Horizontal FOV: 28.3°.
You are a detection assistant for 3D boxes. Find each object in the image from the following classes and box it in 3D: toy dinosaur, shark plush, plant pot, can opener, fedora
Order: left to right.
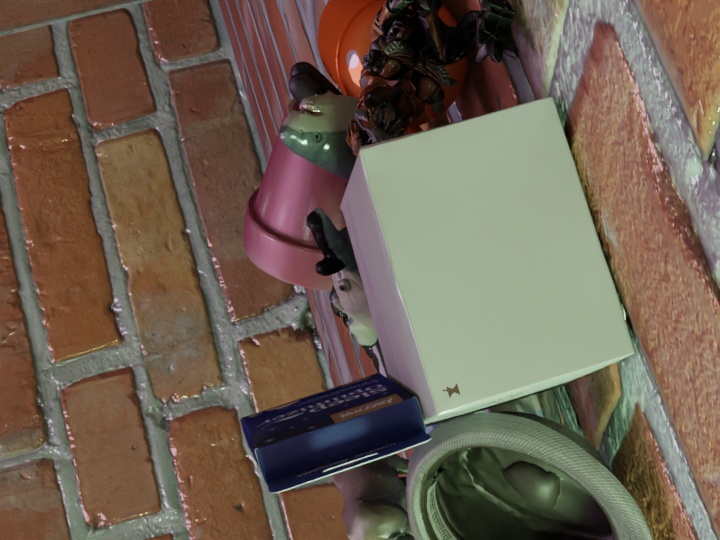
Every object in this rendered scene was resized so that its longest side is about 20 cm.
[{"bbox_3d":[-0.032,-0.102,1.669,0.200,0.198,0.181,-115,29,-56],"label":"plant pot"},{"bbox_3d":[0.000,0.000,1.241,0.199,0.090,0.084,30,-123,-43],"label":"shark plush"},{"bbox_3d":[0.002,-0.107,1.294,0.200,0.078,0.064,49,-170,-29],"label":"can opener"},{"bbox_3d":[0.007,-0.076,1.188,0.090,0.084,0.200,8,146,38],"label":"shark plush"},{"bbox_3d":[0.040,-0.179,1.065,0.136,0.101,0.202,-32,55,59],"label":"toy dinosaur"},{"bbox_3d":[0.133,0.177,1.062,0.090,0.199,0.178,-40,-31,-55],"label":"fedora"}]

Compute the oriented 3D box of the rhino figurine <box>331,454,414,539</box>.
[{"bbox_3d":[0.019,0.191,1.303,0.200,0.086,0.060,-108,11,-61],"label":"rhino figurine"}]

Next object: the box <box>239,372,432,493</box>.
[{"bbox_3d":[-0.022,0.115,1.050,0.200,0.120,0.033,-163,55,-81],"label":"box"}]

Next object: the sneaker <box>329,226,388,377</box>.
[{"bbox_3d":[0.016,0.044,1.381,0.076,0.090,0.202,49,-148,-66],"label":"sneaker"}]

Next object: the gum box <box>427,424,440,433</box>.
[{"bbox_3d":[0.089,0.207,1.291,0.201,0.044,0.171,-105,8,-47],"label":"gum box"}]

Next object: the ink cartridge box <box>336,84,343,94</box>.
[{"bbox_3d":[0.013,-0.162,1.409,0.116,0.066,0.202,158,113,-82],"label":"ink cartridge box"}]

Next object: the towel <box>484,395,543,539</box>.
[{"bbox_3d":[0.142,0.159,1.199,0.147,0.024,0.202,14,-121,-69],"label":"towel"}]

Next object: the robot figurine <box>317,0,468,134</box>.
[{"bbox_3d":[0.026,-0.194,1.240,0.145,0.116,0.200,-63,21,14],"label":"robot figurine"}]

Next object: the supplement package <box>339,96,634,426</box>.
[{"bbox_3d":[0.083,0.003,1.054,0.200,0.146,0.193,118,136,-80],"label":"supplement package"}]
